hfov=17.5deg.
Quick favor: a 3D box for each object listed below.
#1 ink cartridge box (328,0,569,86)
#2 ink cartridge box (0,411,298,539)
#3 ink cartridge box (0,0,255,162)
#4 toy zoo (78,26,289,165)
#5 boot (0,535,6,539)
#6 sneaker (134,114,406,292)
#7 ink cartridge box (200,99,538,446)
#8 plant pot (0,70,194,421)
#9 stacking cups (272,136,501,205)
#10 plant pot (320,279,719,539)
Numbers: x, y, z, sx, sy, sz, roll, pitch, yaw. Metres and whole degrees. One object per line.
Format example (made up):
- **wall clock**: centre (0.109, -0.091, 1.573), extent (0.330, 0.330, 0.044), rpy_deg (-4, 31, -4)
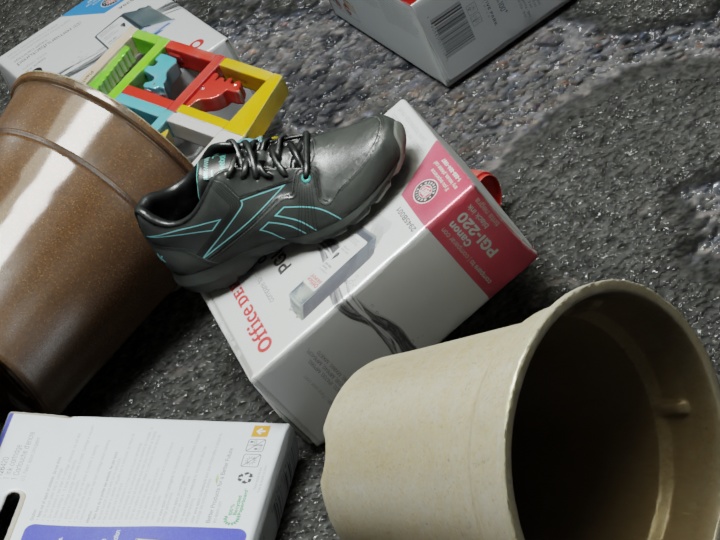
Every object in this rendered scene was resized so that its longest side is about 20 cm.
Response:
- **ink cartridge box**: centre (0.077, -0.258, 1.901), extent (0.175, 0.084, 0.200), rpy_deg (-35, 35, -12)
- **ink cartridge box**: centre (-0.156, 0.176, 1.501), extent (0.199, 0.047, 0.198), rpy_deg (-1, 43, 16)
- **ink cartridge box**: centre (-0.193, -0.153, 1.945), extent (0.146, 0.086, 0.200), rpy_deg (-36, 35, -13)
- **toy zoo**: centre (-0.145, -0.117, 1.796), extent (0.199, 0.021, 0.131), rpy_deg (20, 59, 36)
- **boot**: centre (-0.306, 0.225, 1.544), extent (0.200, 0.075, 0.097), rpy_deg (-38, 39, -11)
- **sneaker**: centre (-0.061, -0.054, 1.561), extent (0.199, 0.079, 0.076), rpy_deg (-29, 36, 20)
- **ink cartridge box**: centre (0.000, 0.000, 1.585), extent (0.200, 0.085, 0.146), rpy_deg (-43, 34, 5)
- **plant pot**: centre (-0.230, -0.006, 1.700), extent (0.200, 0.201, 0.199), rpy_deg (13, 58, 43)
- **stacking cups**: centre (0.010, -0.065, 1.715), extent (0.199, 0.061, 0.061), rpy_deg (6, 46, 38)
- **plant pot**: centre (0.084, 0.112, 1.353), extent (0.183, 0.201, 0.201), rpy_deg (-6, 38, 46)
